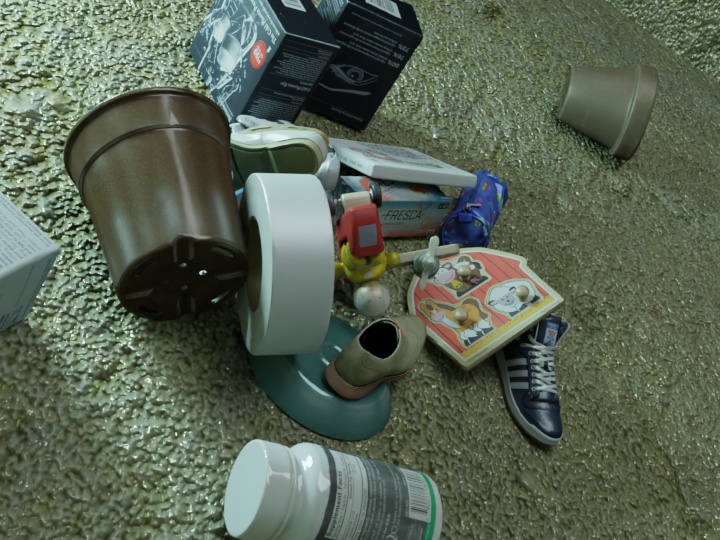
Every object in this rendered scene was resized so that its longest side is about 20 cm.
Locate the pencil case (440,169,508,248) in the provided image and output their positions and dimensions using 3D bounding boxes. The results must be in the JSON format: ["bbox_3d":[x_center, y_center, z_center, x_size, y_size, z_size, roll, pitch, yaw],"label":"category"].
[{"bbox_3d":[0.182,-0.093,1.776,0.077,0.088,0.200,10,28,13],"label":"pencil case"}]

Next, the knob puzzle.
[{"bbox_3d":[0.149,0.027,1.538,0.217,0.031,0.221,-6,45,6],"label":"knob puzzle"}]

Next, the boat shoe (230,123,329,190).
[{"bbox_3d":[-0.135,-0.154,1.492,0.198,0.075,0.069,3,31,20],"label":"boat shoe"}]

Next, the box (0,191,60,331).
[{"bbox_3d":[-0.426,-0.015,1.067,0.184,0.105,0.200,42,31,8],"label":"box"}]

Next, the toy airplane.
[{"bbox_3d":[0.000,0.000,1.405,0.198,0.199,0.142,18,47,-47],"label":"toy airplane"}]

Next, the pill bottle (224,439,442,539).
[{"bbox_3d":[-0.027,0.237,1.118,0.198,0.113,0.114,19,35,-25],"label":"pill bottle"}]

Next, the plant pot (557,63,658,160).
[{"bbox_3d":[0.511,-0.348,2.359,0.173,0.202,0.201,15,33,1],"label":"plant pot"}]

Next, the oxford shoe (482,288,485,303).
[{"bbox_3d":[0.183,0.050,1.608,0.074,0.070,0.201,35,33,-15],"label":"oxford shoe"}]

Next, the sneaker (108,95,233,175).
[{"bbox_3d":[-0.261,-0.150,1.449,0.199,0.073,0.071,30,40,6],"label":"sneaker"}]

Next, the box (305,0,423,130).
[{"bbox_3d":[-0.015,-0.351,1.811,0.147,0.201,0.105,19,35,-27],"label":"box"}]

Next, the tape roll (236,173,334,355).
[{"bbox_3d":[-0.088,-0.008,1.248,0.070,0.204,0.204,-1,44,-17],"label":"tape roll"}]

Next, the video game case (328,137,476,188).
[{"bbox_3d":[0.049,-0.166,1.714,0.198,0.024,0.182,3,18,-35],"label":"video game case"}]

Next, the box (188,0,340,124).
[{"bbox_3d":[-0.148,-0.331,1.673,0.103,0.183,0.201,5,42,-39],"label":"box"}]

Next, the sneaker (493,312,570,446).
[{"bbox_3d":[0.246,0.132,1.521,0.069,0.109,0.201,16,37,-28],"label":"sneaker"}]

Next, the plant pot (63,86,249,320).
[{"bbox_3d":[-0.220,-0.066,1.266,0.199,0.200,0.200,8,48,-38],"label":"plant pot"}]

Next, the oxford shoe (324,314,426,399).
[{"bbox_3d":[0.036,0.089,1.341,0.071,0.074,0.200,42,32,9],"label":"oxford shoe"}]

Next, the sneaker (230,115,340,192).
[{"bbox_3d":[-0.116,-0.160,1.559,0.114,0.076,0.200,3,23,-35],"label":"sneaker"}]

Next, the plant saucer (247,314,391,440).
[{"bbox_3d":[-0.039,0.112,1.342,0.198,0.036,0.201,25,34,-18],"label":"plant saucer"}]

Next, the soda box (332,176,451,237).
[{"bbox_3d":[0.041,-0.094,1.651,0.199,0.069,0.064,-4,41,-47],"label":"soda box"}]

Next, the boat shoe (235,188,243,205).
[{"bbox_3d":[-0.109,-0.070,1.469,0.199,0.084,0.069,-12,59,-48],"label":"boat shoe"}]
